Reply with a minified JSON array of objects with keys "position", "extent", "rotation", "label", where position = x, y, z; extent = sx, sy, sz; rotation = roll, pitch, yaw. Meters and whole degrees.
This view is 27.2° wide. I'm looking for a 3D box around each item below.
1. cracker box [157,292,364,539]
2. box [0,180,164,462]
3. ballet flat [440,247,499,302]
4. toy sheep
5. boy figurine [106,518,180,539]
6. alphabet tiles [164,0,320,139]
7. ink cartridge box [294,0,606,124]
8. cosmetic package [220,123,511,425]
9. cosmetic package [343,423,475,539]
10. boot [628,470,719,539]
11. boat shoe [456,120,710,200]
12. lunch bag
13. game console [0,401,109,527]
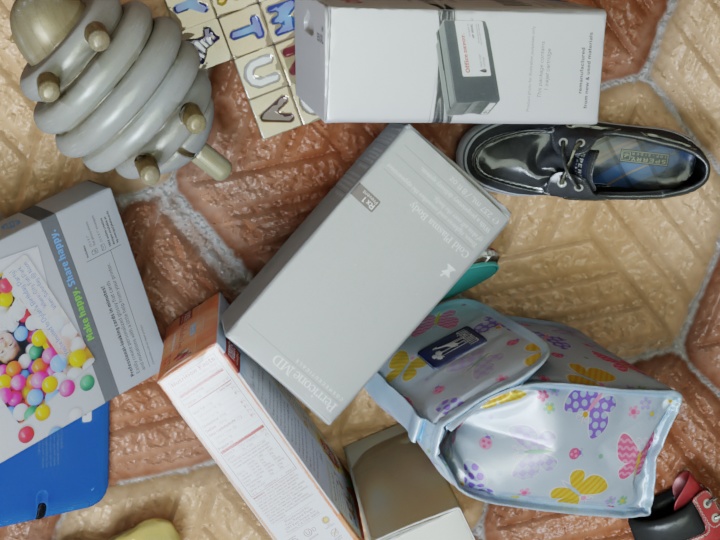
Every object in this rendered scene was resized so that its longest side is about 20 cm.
[{"position":[-0.075,0.126,1.138],"extent":[0.058,0.134,0.200],"rotation":[-32,104,5],"label":"cracker box"},{"position":[-0.250,0.045,1.085],"extent":[0.200,0.041,0.157],"rotation":[-29,117,-29],"label":"box"},{"position":[0.010,0.013,1.162],"extent":[0.199,0.076,0.064],"rotation":[-26,72,-6],"label":"ballet flat"},{"position":[-0.170,-0.128,1.069],"extent":[0.138,0.138,0.200],"rotation":[-43,114,4],"label":"toy sheep"},{"position":[-0.227,0.266,1.171],"extent":[0.200,0.124,0.065],"rotation":[-41,135,-19],"label":"boy figurine"},{"position":[-0.062,-0.209,1.128],"extent":[0.166,0.008,0.201],"rotation":[-21,104,-3],"label":"alphabet tiles"},{"position":[0.058,-0.156,1.079],"extent":[0.199,0.145,0.085],"rotation":[0,104,-11],"label":"ink cartridge box"},{"position":[0.000,0.000,1.076],"extent":[0.107,0.090,0.200],"rotation":[39,88,-11],"label":"cosmetic package"},{"position":[0.046,0.198,1.137],"extent":[0.071,0.200,0.106],"rotation":[-23,106,-1],"label":"cosmetic package"},{"position":[0.330,0.229,1.251],"extent":[0.199,0.072,0.145],"rotation":[-13,103,-1],"label":"boot"},{"position":[0.177,-0.083,1.157],"extent":[0.199,0.066,0.070],"rotation":[6,102,-9],"label":"boat shoe"},{"position":[0.111,0.098,1.121],"extent":[0.199,0.170,0.128],"rotation":[7,103,-21],"label":"lunch bag"},{"position":[-0.297,0.089,1.161],"extent":[0.170,0.118,0.201],"rotation":[-7,107,-38],"label":"game console"}]
